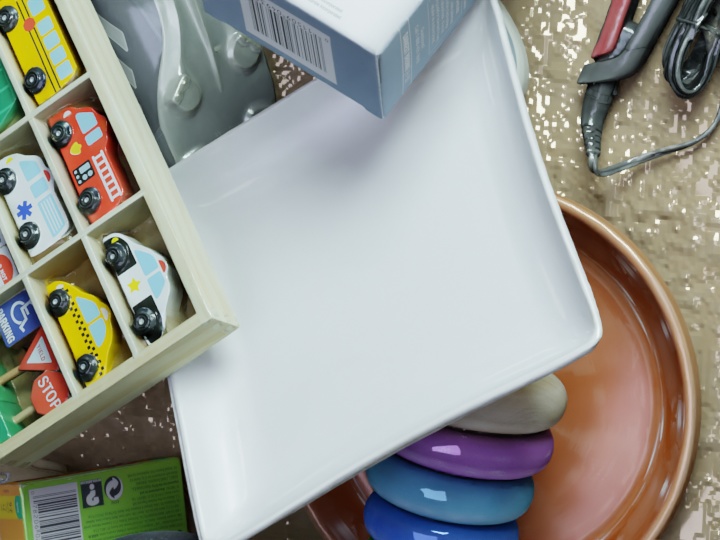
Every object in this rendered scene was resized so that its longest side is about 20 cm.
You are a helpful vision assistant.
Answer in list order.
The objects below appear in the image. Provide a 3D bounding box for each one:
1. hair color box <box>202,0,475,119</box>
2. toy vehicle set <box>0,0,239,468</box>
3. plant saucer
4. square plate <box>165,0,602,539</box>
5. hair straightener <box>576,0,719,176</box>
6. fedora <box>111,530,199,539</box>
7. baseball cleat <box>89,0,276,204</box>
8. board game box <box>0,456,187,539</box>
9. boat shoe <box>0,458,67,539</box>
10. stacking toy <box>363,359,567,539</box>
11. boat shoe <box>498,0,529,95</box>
[{"bbox_3d":[0.027,-0.174,1.092,0.099,0.061,0.200,32,71,16],"label":"hair color box"},{"bbox_3d":[-0.146,-0.028,1.136,0.124,0.026,0.201,-34,67,18],"label":"toy vehicle set"},{"bbox_3d":[0.058,0.060,1.156,0.199,0.032,0.201,1,92,20],"label":"plant saucer"},{"bbox_3d":[0.000,0.000,1.087,0.199,0.028,0.199,-30,51,20],"label":"square plate"},{"bbox_3d":[0.149,-0.130,1.107,0.077,0.041,0.201,25,101,18],"label":"hair straightener"},{"bbox_3d":[-0.068,0.214,1.131,0.200,0.091,0.202,0,91,27],"label":"fedora"},{"bbox_3d":[-0.100,-0.120,1.198,0.106,0.070,0.201,3,112,56],"label":"baseball cleat"},{"bbox_3d":[-0.117,0.194,1.196,0.030,0.095,0.201,-9,88,47],"label":"board game box"},{"bbox_3d":[-0.226,0.122,1.253,0.199,0.075,0.069,2,70,25],"label":"boat shoe"},{"bbox_3d":[0.032,0.136,1.115,0.085,0.085,0.201,14,102,20],"label":"stacking toy"},{"bbox_3d":[-0.009,-0.138,1.151,0.201,0.071,0.070,45,107,14],"label":"boat shoe"}]
